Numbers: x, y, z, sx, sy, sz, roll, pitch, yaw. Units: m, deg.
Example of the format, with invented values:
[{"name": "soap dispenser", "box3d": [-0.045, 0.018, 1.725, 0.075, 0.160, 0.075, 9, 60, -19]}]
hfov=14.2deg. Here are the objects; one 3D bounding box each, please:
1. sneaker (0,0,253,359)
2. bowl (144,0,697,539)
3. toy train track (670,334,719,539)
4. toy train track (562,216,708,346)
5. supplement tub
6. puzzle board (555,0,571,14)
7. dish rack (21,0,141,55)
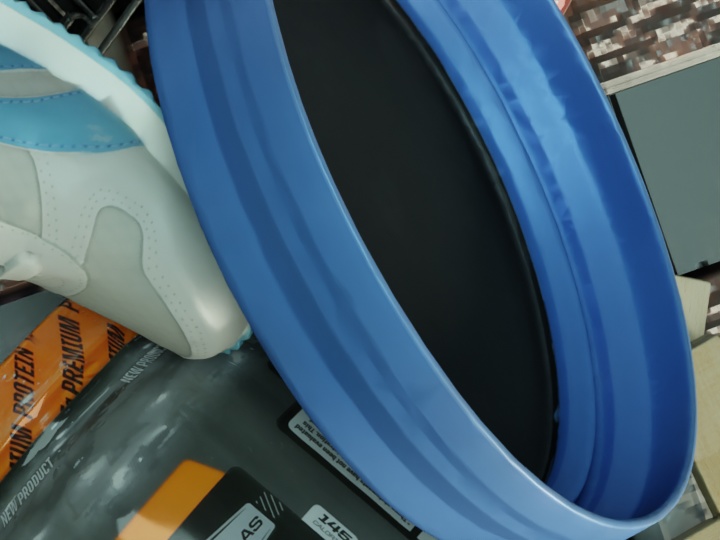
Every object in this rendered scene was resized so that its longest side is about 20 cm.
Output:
[{"name": "sneaker", "box3d": [-0.110, -0.031, 0.656, 0.200, 0.076, 0.081, 35, 73, -19]}, {"name": "bowl", "box3d": [0.016, -0.023, 0.706, 0.039, 0.201, 0.201, -26, 91, 23]}, {"name": "toy train track", "box3d": [0.130, 0.112, 0.829, 0.115, 0.033, 0.200, -28, 97, -14]}, {"name": "toy train track", "box3d": [0.000, 0.000, 0.809, 0.200, 0.033, 0.115, 8, 87, -4]}, {"name": "supplement tub", "box3d": [-0.016, 0.098, 0.728, 0.200, 0.123, 0.123, 39, 85, 6]}, {"name": "puzzle board", "box3d": [0.040, -0.194, 0.835, 0.151, 0.017, 0.200, 29, 85, -4]}, {"name": "dish rack", "box3d": [-0.069, -0.149, 0.772, 0.153, 0.055, 0.200, 47, 110, 25]}]
